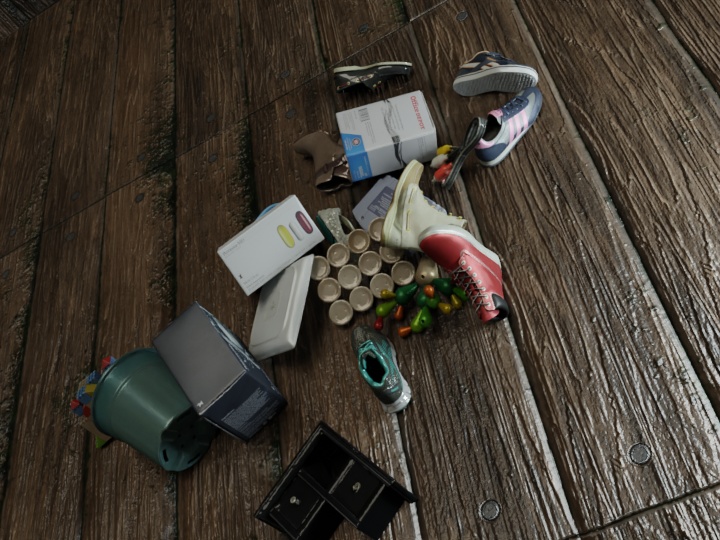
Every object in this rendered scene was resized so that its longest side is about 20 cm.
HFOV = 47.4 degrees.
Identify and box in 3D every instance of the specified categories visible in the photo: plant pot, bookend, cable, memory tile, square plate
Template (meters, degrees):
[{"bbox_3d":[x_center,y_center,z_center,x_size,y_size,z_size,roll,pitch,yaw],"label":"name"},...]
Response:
[{"bbox_3d":[-0.402,0.289,1.644,0.194,0.201,0.202,27,75,34],"label":"plant pot"},{"bbox_3d":[-0.045,0.397,1.383,0.198,0.092,0.201,30,79,43],"label":"bookend"},{"bbox_3d":[0.190,-0.233,1.647,0.200,0.049,0.099,129,151,-66],"label":"cable"},{"bbox_3d":[0.000,0.000,1.638,0.198,0.017,0.155,-31,79,6],"label":"memory tile"},{"bbox_3d":[-0.170,0.077,1.672,0.199,0.028,0.202,-24,51,53],"label":"square plate"}]

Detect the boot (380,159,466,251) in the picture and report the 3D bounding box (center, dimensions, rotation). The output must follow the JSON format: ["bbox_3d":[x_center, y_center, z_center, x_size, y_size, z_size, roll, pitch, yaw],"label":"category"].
[{"bbox_3d":[0.135,-0.116,1.603,0.152,0.072,0.203,15,62,11],"label":"boot"}]

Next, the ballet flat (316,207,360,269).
[{"bbox_3d":[-0.034,-0.063,1.723,0.071,0.072,0.202,-33,53,8],"label":"ballet flat"}]

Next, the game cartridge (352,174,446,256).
[{"bbox_3d":[0.074,-0.112,1.711,0.133,0.041,0.199,-45,45,-7],"label":"game cartridge"}]

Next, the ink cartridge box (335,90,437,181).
[{"bbox_3d":[0.058,-0.293,1.781,0.196,0.085,0.146,-15,50,2],"label":"ink cartridge box"}]

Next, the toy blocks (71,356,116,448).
[{"bbox_3d":[-0.545,0.274,1.759,0.199,0.137,0.100,-39,32,13],"label":"toy blocks"}]

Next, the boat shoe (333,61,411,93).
[{"bbox_3d":[0.030,-0.466,1.979,0.198,0.073,0.064,-4,92,20],"label":"boat shoe"}]

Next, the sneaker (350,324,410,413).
[{"bbox_3d":[0.026,0.163,1.504,0.077,0.091,0.201,-36,46,4],"label":"sneaker"}]

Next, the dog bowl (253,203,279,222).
[{"bbox_3d":[-0.217,-0.068,1.863,0.201,0.050,0.111,-51,46,-7],"label":"dog bowl"}]

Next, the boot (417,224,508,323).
[{"bbox_3d":[0.185,0.012,1.436,0.072,0.198,0.146,-37,42,35],"label":"boot"}]

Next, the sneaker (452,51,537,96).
[{"bbox_3d":[0.292,-0.431,1.762,0.197,0.078,0.081,4,67,38],"label":"sneaker"}]

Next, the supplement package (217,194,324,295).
[{"bbox_3d":[-0.191,-0.058,1.733,0.199,0.112,0.156,-37,9,-4],"label":"supplement package"}]

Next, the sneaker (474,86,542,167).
[{"bbox_3d":[0.299,-0.309,1.668,0.070,0.082,0.201,24,74,42],"label":"sneaker"}]

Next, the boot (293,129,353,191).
[{"bbox_3d":[-0.083,-0.249,1.892,0.197,0.070,0.149,-8,57,30],"label":"boot"}]

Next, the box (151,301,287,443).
[{"bbox_3d":[-0.269,0.198,1.578,0.124,0.197,0.200,-42,58,-2],"label":"box"}]

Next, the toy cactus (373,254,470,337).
[{"bbox_3d":[0.116,0.035,1.547,0.198,0.102,0.167,-23,38,29],"label":"toy cactus"}]
